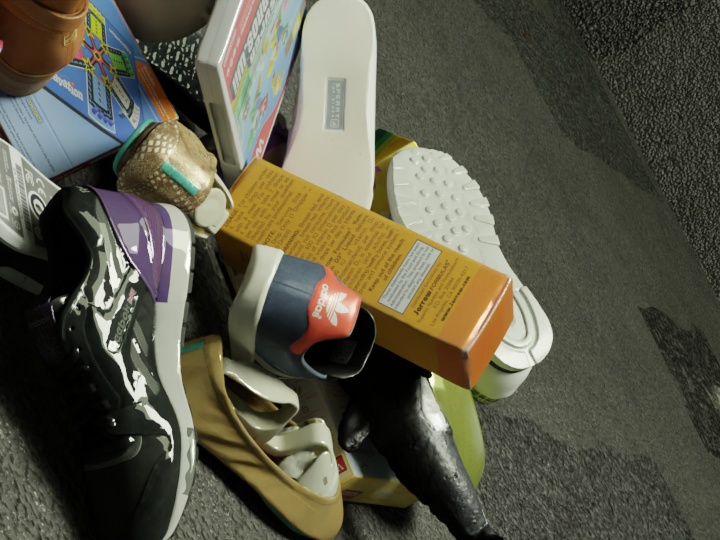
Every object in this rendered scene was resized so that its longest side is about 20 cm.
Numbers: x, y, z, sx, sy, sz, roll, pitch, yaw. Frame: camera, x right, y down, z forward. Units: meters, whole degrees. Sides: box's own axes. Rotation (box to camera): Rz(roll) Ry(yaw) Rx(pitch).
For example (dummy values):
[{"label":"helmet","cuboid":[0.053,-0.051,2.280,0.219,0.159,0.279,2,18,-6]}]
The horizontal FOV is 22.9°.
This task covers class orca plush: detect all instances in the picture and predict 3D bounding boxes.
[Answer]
[{"label":"orca plush","cuboid":[0.016,0.116,1.206,0.201,0.071,0.105,68,-22,5]}]

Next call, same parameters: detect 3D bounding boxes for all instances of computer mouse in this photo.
[{"label":"computer mouse","cuboid":[-0.181,-0.016,1.010,0.200,0.044,0.110,42,29,-55]}]

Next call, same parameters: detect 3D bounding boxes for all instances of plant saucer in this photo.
[{"label":"plant saucer","cuboid":[0.048,0.077,1.297,0.200,0.031,0.201,159,-90,-83]}]

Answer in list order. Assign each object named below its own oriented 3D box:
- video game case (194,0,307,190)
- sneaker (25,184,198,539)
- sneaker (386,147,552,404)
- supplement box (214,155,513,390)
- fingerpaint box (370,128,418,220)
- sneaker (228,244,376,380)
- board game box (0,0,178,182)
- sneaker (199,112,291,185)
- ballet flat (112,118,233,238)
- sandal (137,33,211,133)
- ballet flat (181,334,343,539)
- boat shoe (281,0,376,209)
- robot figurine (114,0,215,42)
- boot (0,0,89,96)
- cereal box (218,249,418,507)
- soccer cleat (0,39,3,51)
[{"label":"video game case","cuboid":[-0.067,-0.150,1.156,0.200,0.017,0.143,86,21,-70]},{"label":"sneaker","cuboid":[-0.142,0.053,0.940,0.087,0.076,0.201,16,62,-44]},{"label":"sneaker","cuboid":[0.065,0.002,1.306,0.076,0.081,0.200,-13,66,-24]},{"label":"supplement box","cuboid":[0.000,0.000,1.170,0.200,0.069,0.067,25,-22,17]},{"label":"fingerpaint box","cuboid":[0.049,-0.010,1.440,0.200,0.073,0.167,60,-3,-11]},{"label":"sneaker","cuboid":[-0.035,0.045,1.128,0.200,0.084,0.075,93,16,-77]},{"label":"board game box","cuboid":[-0.204,-0.157,1.086,0.200,0.103,0.019,61,-20,4]},{"label":"sneaker","cuboid":[-0.070,-0.063,1.321,0.200,0.080,0.089,1,67,-70]},{"label":"ballet flat","cuboid":[-0.114,-0.047,1.117,0.065,0.071,0.200,39,-1,1]},{"label":"sandal","cuboid":[-0.159,-0.168,1.291,0.200,0.043,0.076,47,46,-25]},{"label":"ballet flat","cuboid":[-0.054,0.107,1.113,0.200,0.063,0.069,44,24,-40]},{"label":"boat shoe","cuboid":[-0.022,-0.098,1.275,0.069,0.072,0.201,-32,123,-81]},{"label":"robot figurine","cuboid":[-0.163,-0.220,1.167,0.200,0.170,0.113,24,14,18]},{"label":"boot","cuboid":[-0.218,-0.203,0.998,0.200,0.074,0.155,50,-26,-2]},{"label":"cereal box","cuboid":[-0.020,0.073,1.290,0.144,0.039,0.200,21,43,-61]},{"label":"soccer cleat","cuboid":[-0.271,-0.181,0.973,0.200,0.073,0.068,59,19,-2]}]
